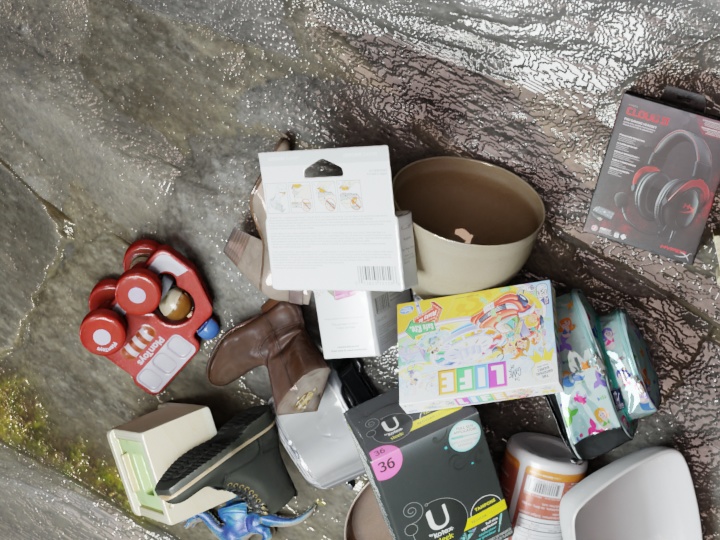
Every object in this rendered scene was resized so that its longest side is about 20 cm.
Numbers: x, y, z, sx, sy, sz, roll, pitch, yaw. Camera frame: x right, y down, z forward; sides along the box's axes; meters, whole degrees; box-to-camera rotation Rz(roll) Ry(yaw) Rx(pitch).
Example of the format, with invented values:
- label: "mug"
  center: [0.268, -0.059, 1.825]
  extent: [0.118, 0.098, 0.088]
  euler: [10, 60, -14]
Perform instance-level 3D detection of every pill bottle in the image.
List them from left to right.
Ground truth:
- label: "pill bottle"
  center: [0.229, 0.329, 1.674]
  extent: [0.111, 0.112, 0.203]
  euler: [15, 104, 12]

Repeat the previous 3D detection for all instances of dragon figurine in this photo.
- label: "dragon figurine"
  center: [-0.169, 0.354, 1.812]
  extent: [0.198, 0.059, 0.101]
  euler: [-26, 93, 19]

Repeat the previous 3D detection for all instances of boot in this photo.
- label: "boot"
  center: [-0.165, 0.285, 1.642]
  extent: [0.077, 0.199, 0.140]
  euler: [-3, 113, 49]
- label: "boot"
  center: [-0.126, 0.145, 1.695]
  extent: [0.064, 0.201, 0.187]
  euler: [30, 110, -37]
- label: "boot"
  center: [-0.092, -0.059, 1.714]
  extent: [0.145, 0.070, 0.202]
  euler: [27, 97, 2]

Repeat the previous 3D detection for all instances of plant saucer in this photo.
- label: "plant saucer"
  center: [0.068, 0.334, 1.716]
  extent: [0.197, 0.035, 0.203]
  euler: [-8, 117, -16]

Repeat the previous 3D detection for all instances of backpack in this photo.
- label: "backpack"
  center: [0.292, 0.122, 1.588]
  extent: [0.149, 0.177, 0.202]
  euler: [-29, 82, 14]

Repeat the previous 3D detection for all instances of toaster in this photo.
- label: "toaster"
  center: [-0.041, 0.201, 1.723]
  extent: [0.128, 0.114, 0.201]
  euler: [-32, 92, 20]

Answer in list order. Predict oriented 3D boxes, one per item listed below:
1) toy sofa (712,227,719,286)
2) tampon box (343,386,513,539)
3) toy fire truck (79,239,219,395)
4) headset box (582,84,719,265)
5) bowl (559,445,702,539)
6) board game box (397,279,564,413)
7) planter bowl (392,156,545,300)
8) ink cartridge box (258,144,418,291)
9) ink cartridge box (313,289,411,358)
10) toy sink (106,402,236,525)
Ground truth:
- label: "toy sofa"
  center: [0.538, -0.018, 1.545]
  extent: [0.197, 0.083, 0.099]
  euler: [-10, 96, 16]
- label: "tampon box"
  center: [0.088, 0.258, 1.596]
  extent: [0.148, 0.126, 0.202]
  euler: [-24, 119, -7]
- label: "toy fire truck"
  center: [-0.293, 0.066, 1.780]
  extent: [0.167, 0.113, 0.200]
  euler: [38, 109, -20]
- label: "headset box"
  center: [0.378, -0.128, 1.571]
  extent: [0.147, 0.075, 0.203]
  euler: [18, 104, 11]
- label: "bowl"
  center: [0.343, 0.335, 1.623]
  extent: [0.198, 0.074, 0.202]
  euler: [-24, 111, -21]
- label: "board game box"
  center: [0.144, 0.094, 1.531]
  extent: [0.197, 0.034, 0.136]
  euler: [-10, 62, 16]
- label: "planter bowl"
  center: [0.126, -0.036, 1.606]
  extent: [0.197, 0.201, 0.136]
  euler: [18, 126, 11]
- label: "ink cartridge box"
  center: [-0.030, -0.064, 1.542]
  extent: [0.197, 0.043, 0.177]
  euler: [0, 101, 33]
- label: "ink cartridge box"
  center: [0.000, 0.000, 1.656]
  extent: [0.083, 0.144, 0.203]
  euler: [-4, 99, 24]
- label: "toy sink"
  center: [-0.273, 0.265, 1.739]
  extent: [0.111, 0.199, 0.132]
  euler: [-20, 96, -27]
